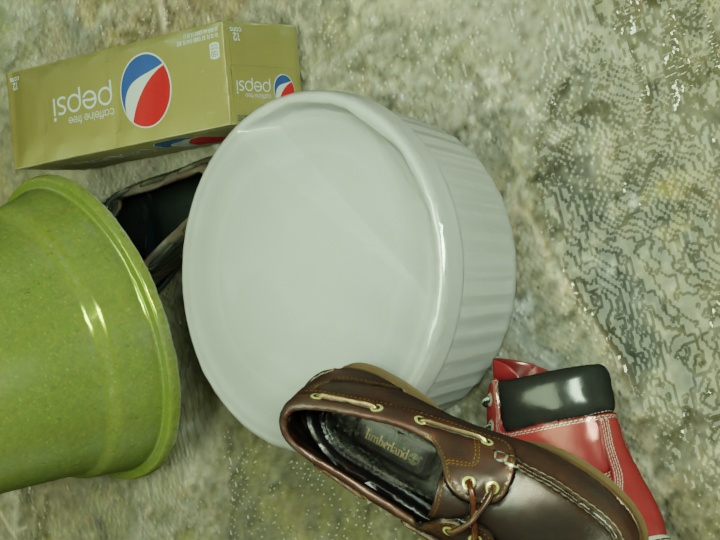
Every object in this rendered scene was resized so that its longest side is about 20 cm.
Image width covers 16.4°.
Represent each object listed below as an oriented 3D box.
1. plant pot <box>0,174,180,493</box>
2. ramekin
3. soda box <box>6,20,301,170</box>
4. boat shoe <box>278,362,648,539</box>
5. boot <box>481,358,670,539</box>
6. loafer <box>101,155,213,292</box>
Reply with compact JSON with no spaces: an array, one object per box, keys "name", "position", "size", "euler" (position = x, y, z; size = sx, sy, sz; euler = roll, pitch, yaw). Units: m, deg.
[{"name":"plant pot","position":[-0.241,0.063,1.524],"size":[0.200,0.184,0.202],"euler":[29,129,43]},{"name":"ramekin","position":[0.000,0.000,1.408],"size":[0.201,0.094,0.204],"euler":[2,92,42]},{"name":"soda box","position":[-0.130,-0.106,1.538],"size":[0.199,0.068,0.064],"euler":[-9,86,41]},{"name":"boat shoe","position":[0.049,0.113,1.285],"size":[0.199,0.070,0.071],"euler":[23,107,19]},{"name":"boot","position":[0.069,0.132,1.368],"size":[0.199,0.072,0.145],"euler":[-29,72,30]},{"name":"loafer","position":[-0.133,-0.029,1.545],"size":[0.199,0.063,0.072],"euler":[-26,74,39]}]
